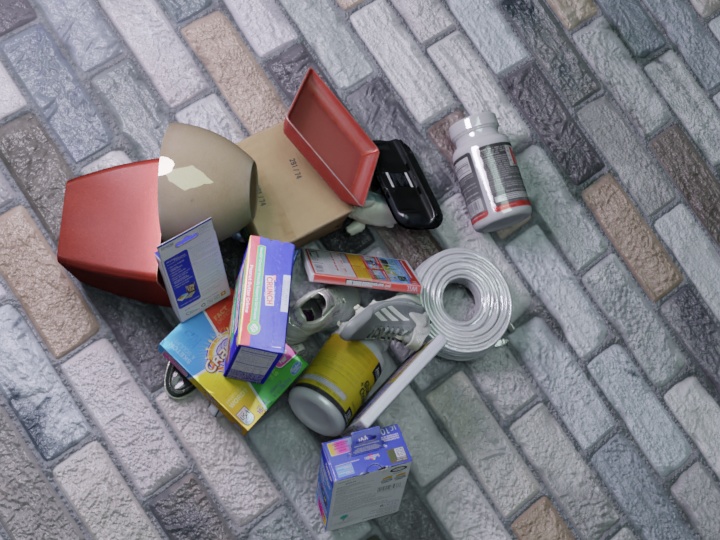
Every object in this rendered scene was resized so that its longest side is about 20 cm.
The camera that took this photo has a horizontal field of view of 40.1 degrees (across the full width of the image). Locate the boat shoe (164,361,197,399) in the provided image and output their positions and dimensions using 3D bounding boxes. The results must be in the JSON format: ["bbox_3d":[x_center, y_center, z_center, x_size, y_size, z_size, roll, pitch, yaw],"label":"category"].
[{"bbox_3d":[-0.260,0.124,1.652,0.074,0.066,0.200,40,70,-1],"label":"boat shoe"}]

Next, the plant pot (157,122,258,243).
[{"bbox_3d":[-0.233,-0.130,1.561,0.132,0.201,0.204,2,75,2],"label":"plant pot"}]

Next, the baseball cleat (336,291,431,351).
[{"bbox_3d":[0.052,0.094,1.641,0.199,0.070,0.107,-24,70,-45],"label":"baseball cleat"}]

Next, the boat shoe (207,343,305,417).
[{"bbox_3d":[-0.170,0.183,1.661,0.070,0.071,0.200,43,64,3],"label":"boat shoe"}]

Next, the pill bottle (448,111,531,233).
[{"bbox_3d":[0.237,-0.182,1.828,0.114,0.116,0.203,-13,80,-17],"label":"pill bottle"}]

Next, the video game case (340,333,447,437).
[{"bbox_3d":[0.052,0.198,1.650,0.022,0.182,0.200,45,70,2],"label":"video game case"}]

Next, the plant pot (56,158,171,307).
[{"bbox_3d":[-0.385,-0.061,1.610,0.173,0.200,0.204,3,75,2],"label":"plant pot"}]

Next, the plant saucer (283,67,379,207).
[{"bbox_3d":[-0.053,-0.222,1.677,0.200,0.036,0.201,48,30,-21],"label":"plant saucer"}]

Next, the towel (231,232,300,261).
[{"bbox_3d":[-0.179,-0.115,1.756,0.198,0.024,0.149,26,72,-7],"label":"towel"}]

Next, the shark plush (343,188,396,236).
[{"bbox_3d":[0.044,-0.131,1.796,0.196,0.092,0.084,-7,47,-11],"label":"shark plush"}]

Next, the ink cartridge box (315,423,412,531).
[{"bbox_3d":[0.004,0.328,1.592,0.134,0.202,0.077,-11,53,-17],"label":"ink cartridge box"}]

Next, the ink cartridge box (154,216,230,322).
[{"bbox_3d":[-0.259,-0.006,1.515,0.094,0.201,0.037,-30,60,-18],"label":"ink cartridge box"}]

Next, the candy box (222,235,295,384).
[{"bbox_3d":[-0.157,0.066,1.511,0.076,0.200,0.172,10,68,-12],"label":"candy box"}]

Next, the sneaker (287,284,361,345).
[{"bbox_3d":[-0.056,0.066,1.683,0.199,0.100,0.075,-28,80,-44],"label":"sneaker"}]

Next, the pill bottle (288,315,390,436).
[{"bbox_3d":[-0.028,0.171,1.666,0.111,0.112,0.201,38,57,-2],"label":"pill bottle"}]

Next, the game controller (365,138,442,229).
[{"bbox_3d":[0.076,-0.158,1.787,0.103,0.042,0.202,-8,58,-27],"label":"game controller"}]

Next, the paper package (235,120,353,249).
[{"bbox_3d":[-0.137,-0.141,1.707,0.189,0.103,0.202,-27,85,-18],"label":"paper package"}]

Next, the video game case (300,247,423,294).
[{"bbox_3d":[0.000,0.000,1.717,0.196,0.143,0.018,6,107,-12],"label":"video game case"}]

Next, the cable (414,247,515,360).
[{"bbox_3d":[0.176,0.061,1.776,0.197,0.069,0.203,-21,82,-18],"label":"cable"}]

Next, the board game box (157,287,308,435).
[{"bbox_3d":[-0.206,0.141,1.603,0.200,0.040,0.153,43,66,2],"label":"board game box"}]
